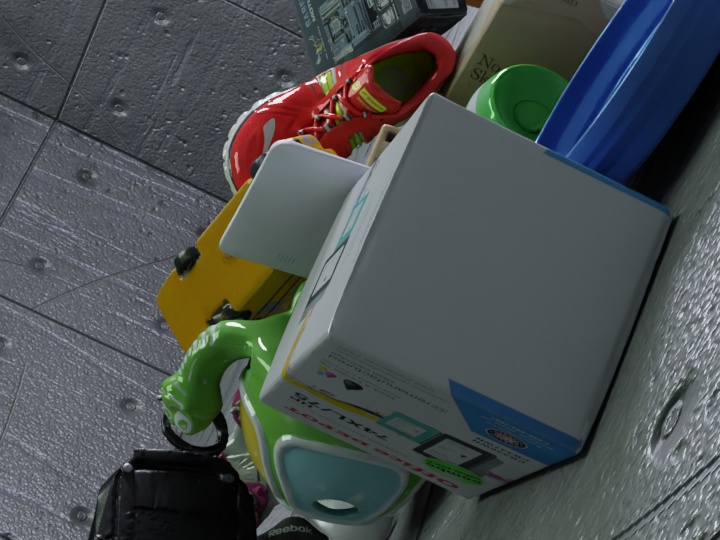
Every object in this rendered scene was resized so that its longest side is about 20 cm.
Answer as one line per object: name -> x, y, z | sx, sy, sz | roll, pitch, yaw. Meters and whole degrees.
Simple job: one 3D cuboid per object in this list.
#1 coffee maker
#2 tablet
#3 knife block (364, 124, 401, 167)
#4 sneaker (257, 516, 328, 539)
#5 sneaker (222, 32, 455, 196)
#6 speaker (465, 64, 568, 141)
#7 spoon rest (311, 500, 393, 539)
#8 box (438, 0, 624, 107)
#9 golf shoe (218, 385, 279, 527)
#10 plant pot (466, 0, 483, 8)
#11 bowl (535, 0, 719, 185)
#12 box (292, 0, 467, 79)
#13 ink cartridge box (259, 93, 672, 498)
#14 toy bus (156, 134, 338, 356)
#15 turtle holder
coffee maker -> -0.143, 0.228, 1.452 | 0.192, 0.135, 0.200 | -63, -2, -38
tablet -> 0.021, -0.016, 1.248 | 0.130, 0.200, 0.014 | 124, 160, -53
knife block -> 0.018, -0.003, 1.378 | 0.175, 0.200, 0.064 | -12, 46, 44
sneaker -> -0.052, 0.224, 1.415 | 0.200, 0.066, 0.091 | 177, 95, -85
sneaker -> -0.014, -0.118, 1.423 | 0.200, 0.077, 0.085 | -37, 3, -23
speaker -> 0.087, -0.060, 1.404 | 0.200, 0.088, 0.089 | -56, 11, 53
spoon rest -> -0.011, 0.155, 1.474 | 0.099, 0.061, 0.200 | -63, 7, 10
box -> 0.119, -0.150, 1.457 | 0.078, 0.095, 0.200 | -74, 11, -52
golf shoe -> -0.052, 0.113, 1.466 | 0.091, 0.075, 0.200 | -31, -16, -42
plant pot -> 0.115, -0.295, 1.640 | 0.200, 0.183, 0.200 | -62, 7, 13
bowl -> 0.160, -0.113, 1.136 | 0.201, 0.039, 0.201 | -56, 5, 7
box -> -0.003, -0.255, 1.536 | 0.158, 0.051, 0.200 | -33, 70, 53
ink cartridge box -> 0.051, 0.022, 1.094 | 0.146, 0.147, 0.200 | -67, 6, -17
toy bus -> -0.067, -0.012, 1.382 | 0.078, 0.065, 0.200 | -9, -29, -46
turtle holder -> -0.026, 0.095, 1.300 | 0.141, 0.185, 0.132 | 51, 134, 51
